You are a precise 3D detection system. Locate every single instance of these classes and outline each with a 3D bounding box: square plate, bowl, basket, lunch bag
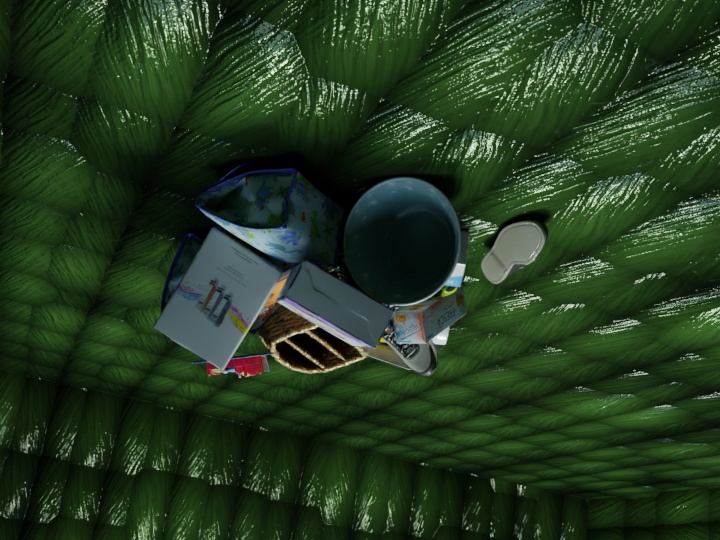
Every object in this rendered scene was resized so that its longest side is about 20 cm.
[{"bbox_3d":[0.066,0.148,1.983,0.198,0.029,0.198,18,-160,25],"label":"square plate"},{"bbox_3d":[0.082,-0.044,1.469,0.198,0.204,0.105,-1,177,23],"label":"bowl"},{"bbox_3d":[-0.106,0.143,1.820,0.149,0.143,0.200,42,178,36],"label":"basket"},{"bbox_3d":[-0.297,0.055,1.779,0.126,0.202,0.170,15,165,32],"label":"lunch bag"},{"bbox_3d":[-0.148,-0.088,1.494,0.198,0.129,0.170,-1,158,33],"label":"lunch bag"}]

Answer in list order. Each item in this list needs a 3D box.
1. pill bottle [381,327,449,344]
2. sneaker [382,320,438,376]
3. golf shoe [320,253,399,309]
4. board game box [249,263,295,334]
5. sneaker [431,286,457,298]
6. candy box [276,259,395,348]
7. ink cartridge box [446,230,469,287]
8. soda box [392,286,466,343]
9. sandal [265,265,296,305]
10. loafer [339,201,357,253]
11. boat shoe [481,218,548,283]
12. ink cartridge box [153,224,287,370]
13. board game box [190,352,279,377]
[{"bbox_3d":[0.087,0.101,1.907,0.197,0.113,0.111,9,159,0],"label":"pill bottle"},{"bbox_3d":[0.074,0.129,1.789,0.074,0.201,0.079,-48,162,26],"label":"sneaker"},{"bbox_3d":[0.000,0.000,1.621,0.198,0.094,0.078,27,137,22],"label":"golf shoe"},{"bbox_3d":[-0.177,0.019,1.712,0.034,0.200,0.135,47,-174,36],"label":"board game box"},{"bbox_3d":[0.092,0.015,1.771,0.197,0.075,0.084,-1,-173,11],"label":"sneaker"},{"bbox_3d":[-0.047,0.058,1.502,0.166,0.072,0.200,30,172,-6],"label":"candy box"},{"bbox_3d":[0.090,-0.031,1.630,0.197,0.068,0.116,7,159,4],"label":"ink cartridge box"},{"bbox_3d":[0.136,0.083,1.763,0.068,0.065,0.199,-2,-167,31],"label":"soda box"},{"bbox_3d":[-0.097,0.023,1.703,0.205,0.059,0.080,-31,148,-11],"label":"sandal"},{"bbox_3d":[-0.050,-0.066,1.579,0.198,0.072,0.073,-14,154,42],"label":"loafer"},{"bbox_3d":[0.275,-0.043,1.571,0.062,0.073,0.200,-30,169,-27],"label":"boat shoe"},{"bbox_3d":[-0.240,0.042,1.577,0.144,0.201,0.145,33,-174,-5],"label":"ink cartridge box"},{"bbox_3d":[-0.238,0.183,1.715,0.156,0.040,0.200,-6,176,-17],"label":"board game box"}]
